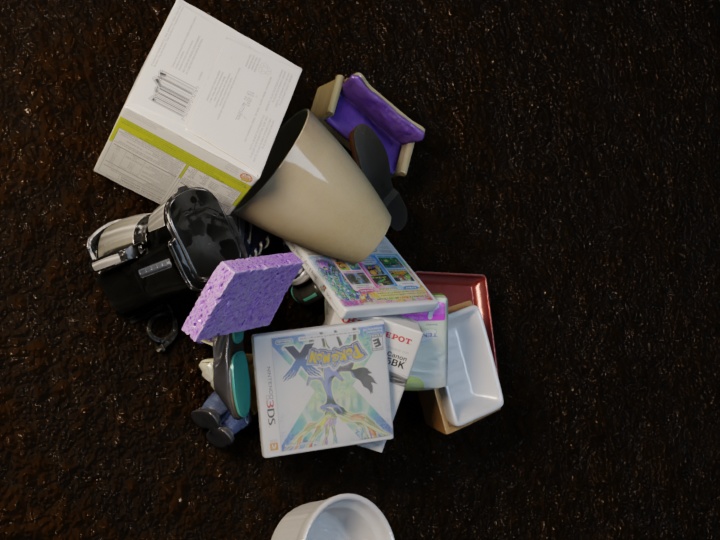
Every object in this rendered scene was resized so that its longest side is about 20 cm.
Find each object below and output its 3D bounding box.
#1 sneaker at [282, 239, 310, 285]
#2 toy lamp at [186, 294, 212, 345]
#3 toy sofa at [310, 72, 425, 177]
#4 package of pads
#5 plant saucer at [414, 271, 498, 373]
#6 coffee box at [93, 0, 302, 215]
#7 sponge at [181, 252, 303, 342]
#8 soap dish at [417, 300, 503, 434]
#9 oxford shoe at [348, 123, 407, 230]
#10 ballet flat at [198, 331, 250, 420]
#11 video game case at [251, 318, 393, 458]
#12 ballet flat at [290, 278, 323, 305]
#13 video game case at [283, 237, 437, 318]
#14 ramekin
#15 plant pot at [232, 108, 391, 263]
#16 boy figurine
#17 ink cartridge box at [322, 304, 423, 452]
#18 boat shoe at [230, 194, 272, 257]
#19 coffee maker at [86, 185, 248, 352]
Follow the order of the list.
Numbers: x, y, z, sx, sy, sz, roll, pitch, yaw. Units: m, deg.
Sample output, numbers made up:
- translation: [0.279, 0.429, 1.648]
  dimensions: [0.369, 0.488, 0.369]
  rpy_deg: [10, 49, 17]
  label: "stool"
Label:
- translation: [-0.108, -0.080, 1.785]
  dimensions: [0.108, 0.070, 0.201]
  rpy_deg: [40, 47, -36]
  label: "sneaker"
- translation: [-0.237, 0.009, 1.649]
  dimensions: [0.058, 0.058, 0.201]
  rpy_deg: [-1, 78, -44]
  label: "toy lamp"
- translation: [0.014, -0.246, 1.931]
  dimensions: [0.200, 0.097, 0.083]
  rpy_deg: [36, 56, -33]
  label: "toy sofa"
- translation: [0.042, 0.117, 1.799]
  dimensions: [0.199, 0.068, 0.155]
  rpy_deg: [-1, 96, -8]
  label: "package of pads"
- translation: [0.163, 0.105, 2.028]
  dimensions: [0.200, 0.037, 0.201]
  rpy_deg: [3, 78, -43]
  label: "plant saucer"
- translation: [-0.229, -0.211, 1.577]
  dimensions: [0.199, 0.198, 0.200]
  rpy_deg: [27, 60, -13]
  label: "coffee box"
- translation: [-0.154, 0.033, 1.504]
  dimensions: [0.030, 0.112, 0.200]
  rpy_deg: [37, 17, 18]
  label: "sponge"
- translation: [0.157, 0.165, 1.923]
  dimensions: [0.157, 0.081, 0.201]
  rpy_deg: [-16, 90, -45]
  label: "soap dish"
- translation: [0.013, -0.155, 1.907]
  dimensions: [0.071, 0.071, 0.201]
  rpy_deg: [-41, 124, -37]
  label: "oxford shoe"
- translation: [-0.196, 0.112, 1.595]
  dimensions: [0.073, 0.073, 0.201]
  rpy_deg: [-4, 93, -45]
  label: "ballet flat"
- translation: [-0.054, 0.172, 1.648]
  dimensions: [0.199, 0.022, 0.183]
  rpy_deg: [-7, 98, -14]
  label: "video game case"
- translation: [-0.049, -0.028, 1.831]
  dimensions: [0.068, 0.068, 0.201]
  rpy_deg: [38, 55, -30]
  label: "ballet flat"
- translation: [0.000, 0.000, 1.731]
  dimensions: [0.200, 0.024, 0.182]
  rpy_deg: [-2, 45, -43]
  label: "video game case"
- translation: [-0.046, 0.441, 1.691]
  dimensions: [0.200, 0.098, 0.201]
  rpy_deg: [14, 70, -42]
  label: "ramekin"
- translation: [-0.058, -0.104, 1.657]
  dimensions: [0.200, 0.187, 0.188]
  rpy_deg: [36, 55, -17]
  label: "plant pot"
- translation: [-0.160, 0.178, 1.673]
  dimensions: [0.200, 0.064, 0.125]
  rpy_deg: [-44, 107, -38]
  label: "boy figurine"
- translation: [-0.004, 0.157, 1.720]
  dimensions: [0.146, 0.083, 0.201]
  rpy_deg: [18, 96, -6]
  label: "ink cartridge box"
- translation: [-0.174, -0.032, 1.704]
  dimensions: [0.092, 0.075, 0.201]
  rpy_deg: [8, 73, -35]
  label: "boat shoe"
- translation: [-0.251, -0.005, 1.534]
  dimensions: [0.192, 0.200, 0.135]
  rpy_deg: [50, 50, -23]
  label: "coffee maker"
